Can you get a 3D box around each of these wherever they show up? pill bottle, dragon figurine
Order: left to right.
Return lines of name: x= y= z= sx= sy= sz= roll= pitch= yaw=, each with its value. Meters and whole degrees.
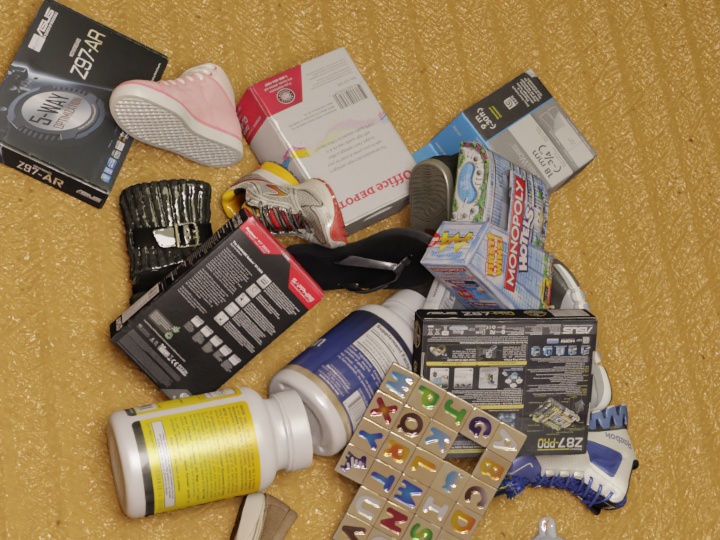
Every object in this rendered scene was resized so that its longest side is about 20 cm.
pill bottle: x=-0.156 y=0.185 z=1.578 sx=0.199 sy=0.112 sz=0.113 roll=-10 pitch=73 yaw=-16
pill bottle: x=0.002 y=0.108 z=1.693 sx=0.200 sy=0.111 sz=0.111 roll=-38 pitch=86 yaw=-31
dragon figurine: x=0.091 y=0.259 z=1.674 sx=0.199 sy=0.099 sz=0.059 roll=-20 pitch=77 yaw=-28

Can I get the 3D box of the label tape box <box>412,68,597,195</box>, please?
label tape box: x=0.181 y=-0.144 z=1.902 sx=0.200 sy=0.063 sz=0.144 roll=-34 pitch=84 yaw=-31

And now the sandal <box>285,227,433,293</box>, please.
sandal: x=0.000 y=0.001 z=1.709 sx=0.076 sy=0.199 sz=0.043 roll=65 pitch=30 yaw=-33

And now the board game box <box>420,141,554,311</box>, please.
board game box: x=0.148 y=-0.036 z=1.695 sx=0.200 sy=0.061 sz=0.201 roll=21 pitch=74 yaw=-55

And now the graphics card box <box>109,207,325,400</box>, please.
graphics card box: x=-0.153 y=0.044 z=1.612 sx=0.200 sy=0.051 sz=0.126 roll=-42 pitch=112 yaw=3

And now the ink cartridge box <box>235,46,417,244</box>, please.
ink cartridge box: x=-0.038 y=-0.144 z=1.797 sx=0.147 sy=0.086 sz=0.201 roll=-26 pitch=82 yaw=-30

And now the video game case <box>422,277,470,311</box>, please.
video game case: x=0.150 y=0.030 z=1.772 sx=0.200 sy=0.023 sz=0.182 roll=52 pitch=49 yaw=-42

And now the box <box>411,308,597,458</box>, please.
box: x=0.156 y=0.124 z=1.667 sx=0.199 sy=0.049 sz=0.162 roll=-1 pitch=102 yaw=-11

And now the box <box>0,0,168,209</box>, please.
box: x=-0.326 y=-0.191 z=1.719 sx=0.160 sy=0.044 sz=0.201 roll=26 pitch=61 yaw=-12

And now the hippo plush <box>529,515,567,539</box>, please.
hippo plush: x=0.187 y=0.360 z=1.636 sx=0.199 sy=0.161 sz=0.160 roll=-16 pitch=75 yaw=-27

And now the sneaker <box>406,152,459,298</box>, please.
sneaker: x=0.109 y=-0.041 z=1.792 sx=0.106 sy=0.075 sz=0.201 roll=-22 pitch=123 yaw=-51

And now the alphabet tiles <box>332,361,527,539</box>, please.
alphabet tiles: x=0.060 y=0.225 z=1.630 sx=0.167 sy=0.008 sz=0.201 roll=29 pitch=92 yaw=-3

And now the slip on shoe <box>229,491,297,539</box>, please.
slip on shoe: x=-0.120 y=0.326 z=1.574 sx=0.060 sy=0.076 sz=0.201 roll=22 pitch=54 yaw=-6

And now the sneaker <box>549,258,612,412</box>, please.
sneaker: x=0.220 y=0.089 z=1.801 sx=0.115 sy=0.075 sz=0.201 roll=-21 pitch=90 yaw=-26

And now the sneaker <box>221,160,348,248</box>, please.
sneaker: x=-0.084 y=-0.060 z=1.700 sx=0.082 sy=0.200 sz=0.078 roll=-29 pitch=119 yaw=-26

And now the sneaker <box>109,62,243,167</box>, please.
sneaker: x=-0.210 y=-0.196 z=1.720 sx=0.200 sy=0.075 sz=0.105 roll=24 pitch=55 yaw=-51

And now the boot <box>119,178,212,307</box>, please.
boot: x=-0.164 y=-0.021 z=1.695 sx=0.210 sy=0.079 sz=0.159 roll=4 pitch=67 yaw=-21

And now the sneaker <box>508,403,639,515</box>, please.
sneaker: x=0.254 y=0.233 z=1.765 sx=0.199 sy=0.081 sz=0.116 roll=-15 pitch=73 yaw=-29
